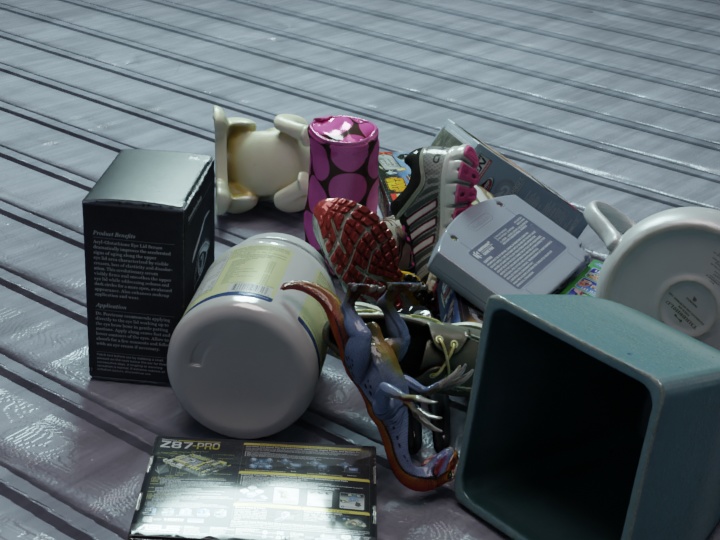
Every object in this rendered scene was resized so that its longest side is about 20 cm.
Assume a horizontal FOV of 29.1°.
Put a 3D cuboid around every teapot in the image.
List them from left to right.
[{"bbox_3d":[0.326,0.024,1.372,0.196,0.201,0.146,-5,7,18],"label":"teapot"}]

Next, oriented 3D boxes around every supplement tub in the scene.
[{"bbox_3d":[-0.099,0.057,1.361,0.144,0.146,0.200,5,24,6],"label":"supplement tub"}]

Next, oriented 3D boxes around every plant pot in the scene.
[{"bbox_3d":[0.228,0.133,1.186,0.199,0.197,0.196,-7,24,-38],"label":"plant pot"}]

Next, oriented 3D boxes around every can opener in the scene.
[{"bbox_3d":[0.060,0.107,1.363,0.063,0.079,0.200,-8,36,-4],"label":"can opener"}]

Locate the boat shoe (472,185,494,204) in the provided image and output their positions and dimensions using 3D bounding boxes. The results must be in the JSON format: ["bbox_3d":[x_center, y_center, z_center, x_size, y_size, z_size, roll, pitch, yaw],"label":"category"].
[{"bbox_3d":[0.158,-0.024,1.588,0.068,0.075,0.201,-1,55,-39],"label":"boat shoe"}]

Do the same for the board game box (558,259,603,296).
[{"bbox_3d":[0.311,0.063,1.482,0.199,0.029,0.134,26,31,19],"label":"board game box"}]

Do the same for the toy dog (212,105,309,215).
[{"bbox_3d":[-0.093,-0.131,1.831,0.199,0.140,0.194,-1,-12,-5],"label":"toy dog"}]

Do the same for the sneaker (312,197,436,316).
[{"bbox_3d":[0.000,0.000,1.481,0.082,0.200,0.078,18,61,46],"label":"sneaker"}]

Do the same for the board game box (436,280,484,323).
[{"bbox_3d":[0.149,0.073,1.423,0.135,0.035,0.200,24,21,-12],"label":"board game box"}]

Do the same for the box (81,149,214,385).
[{"bbox_3d":[-0.212,-0.006,1.422,0.104,0.201,0.148,5,24,5],"label":"box"}]

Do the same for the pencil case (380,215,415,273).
[{"bbox_3d":[0.072,-0.033,1.652,0.199,0.090,0.078,-19,61,-45],"label":"pencil case"}]

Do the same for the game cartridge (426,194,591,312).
[{"bbox_3d":[0.155,-0.014,1.479,0.133,0.041,0.200,40,35,11],"label":"game cartridge"}]

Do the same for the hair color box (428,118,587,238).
[{"bbox_3d":[0.182,-0.103,1.727,0.199,0.061,0.099,29,10,-30],"label":"hair color box"}]

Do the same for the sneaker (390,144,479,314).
[{"bbox_3d":[0.074,-0.049,1.550,0.087,0.201,0.074,16,17,29],"label":"sneaker"}]

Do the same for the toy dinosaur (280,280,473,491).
[{"bbox_3d":[0.028,0.102,1.243,0.105,0.183,0.199,-1,3,-45],"label":"toy dinosaur"}]

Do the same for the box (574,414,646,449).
[{"bbox_3d":[0.203,0.150,1.312,0.199,0.039,0.041,-3,24,-12],"label":"box"}]

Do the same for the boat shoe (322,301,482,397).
[{"bbox_3d":[0.061,0.078,1.292,0.201,0.073,0.060,14,9,11],"label":"boat shoe"}]

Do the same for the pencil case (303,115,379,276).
[{"bbox_3d":[-0.028,-0.090,1.631,0.090,0.201,0.094,-20,44,-31],"label":"pencil case"}]

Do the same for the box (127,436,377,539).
[{"bbox_3d":[-0.085,0.200,1.163,0.199,0.049,0.161,3,25,-2],"label":"box"}]

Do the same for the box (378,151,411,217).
[{"bbox_3d":[0.090,-0.111,1.882,0.136,0.040,0.200,0,24,-7],"label":"box"}]
